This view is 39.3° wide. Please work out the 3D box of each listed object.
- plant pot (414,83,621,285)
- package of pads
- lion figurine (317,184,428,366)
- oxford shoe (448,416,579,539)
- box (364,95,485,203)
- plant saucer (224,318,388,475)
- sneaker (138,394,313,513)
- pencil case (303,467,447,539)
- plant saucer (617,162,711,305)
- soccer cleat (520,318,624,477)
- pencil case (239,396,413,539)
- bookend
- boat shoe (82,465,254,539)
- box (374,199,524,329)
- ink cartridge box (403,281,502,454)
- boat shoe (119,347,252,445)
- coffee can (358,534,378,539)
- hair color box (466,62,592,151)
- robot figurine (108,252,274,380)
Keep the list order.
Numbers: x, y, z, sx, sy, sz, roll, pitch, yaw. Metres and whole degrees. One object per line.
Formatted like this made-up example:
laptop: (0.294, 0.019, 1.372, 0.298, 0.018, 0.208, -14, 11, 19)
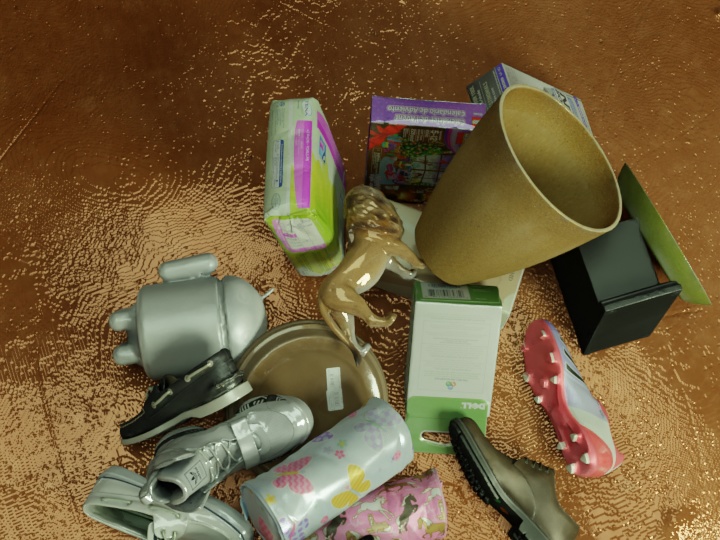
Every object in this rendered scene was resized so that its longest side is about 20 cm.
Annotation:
plant pot: (0.158, -0.072, 1.134, 0.185, 0.200, 0.189, 24, 46, -28)
package of pads: (-0.062, -0.092, 1.223, 0.067, 0.200, 0.157, -3, 70, 9)
lion figurine: (0.000, 0.000, 1.171, 0.122, 0.072, 0.201, 35, 61, -7)
oxford shoe: (0.180, 0.245, 1.185, 0.084, 0.073, 0.201, -38, 88, -17)
box: (0.074, -0.143, 1.248, 0.134, 0.201, 0.040, 3, 67, -1)
plant saucer: (-0.060, 0.159, 1.179, 0.197, 0.029, 0.204, -1, 94, -13)
sneaker: (-0.148, 0.203, 1.096, 0.197, 0.115, 0.076, -19, 102, 13)
pencil case: (0.004, 0.282, 1.153, 0.196, 0.083, 0.088, -8, 57, -5)
plant saucer: (0.365, -0.039, 1.239, 0.031, 0.200, 0.202, -31, 72, 15)
soccer cleat: (0.257, 0.154, 1.229, 0.076, 0.067, 0.203, 0, 60, -36)
pencil case: (-0.035, 0.219, 1.103, 0.199, 0.084, 0.090, -31, 39, -28)
bookend: (0.289, -0.026, 1.211, 0.091, 0.199, 0.203, -16, 70, 0)
boat shoe: (-0.221, 0.289, 1.142, 0.197, 0.075, 0.067, 15, 35, 15)
box: (0.102, -0.006, 1.264, 0.197, 0.078, 0.096, 19, 71, 5)
ink cartridge box: (0.106, 0.118, 1.207, 0.102, 0.059, 0.203, 3, 112, -1)
boat shoe: (-0.210, 0.147, 1.154, 0.074, 0.198, 0.061, -25, 89, -55)
coffee can: (0.058, 0.393, 1.057, 0.198, 0.146, 0.148, 32, 71, -7)
hair color box: (0.225, -0.179, 1.277, 0.198, 0.064, 0.111, 7, 61, -48)
robot figurine: (-0.197, 0.067, 1.207, 0.196, 0.113, 0.173, -6, 96, -5)
